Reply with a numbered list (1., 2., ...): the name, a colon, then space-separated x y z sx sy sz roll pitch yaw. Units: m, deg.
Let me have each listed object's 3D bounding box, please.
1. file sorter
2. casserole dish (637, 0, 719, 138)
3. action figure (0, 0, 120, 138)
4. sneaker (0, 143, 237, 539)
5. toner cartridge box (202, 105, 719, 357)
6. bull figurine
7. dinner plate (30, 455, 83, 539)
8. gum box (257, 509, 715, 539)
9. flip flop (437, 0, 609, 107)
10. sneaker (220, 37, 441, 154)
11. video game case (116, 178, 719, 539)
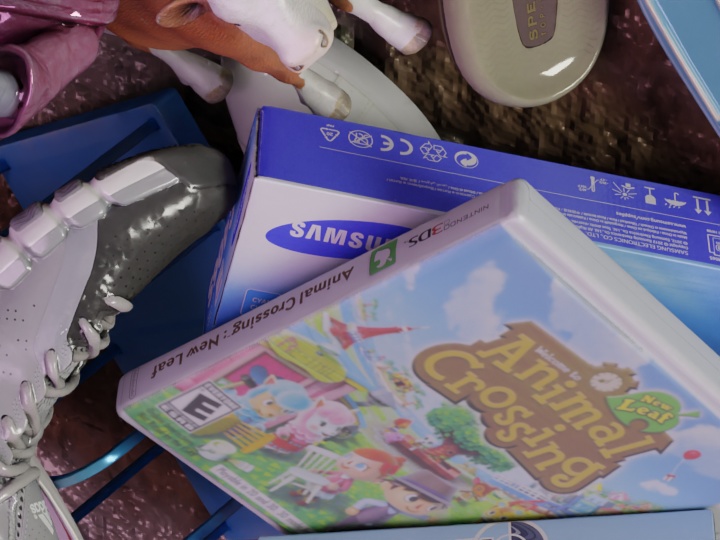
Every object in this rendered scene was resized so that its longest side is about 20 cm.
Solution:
1. file sorter: -0.099 0.052 1.155 0.139 0.123 0.201 -10 114 55
2. casserole dish: 0.161 -0.073 0.974 0.121 0.039 0.200 -23 104 41
3. action figure: -0.131 -0.061 0.967 0.200 0.134 0.149 -37 140 23
4. sneaker: -0.110 0.048 1.010 0.199 0.075 0.116 -31 79 5
5. toner cartridge box: 0.050 0.007 1.038 0.199 0.043 0.095 10 130 -8
6. bull figurine: -0.053 -0.101 1.019 0.200 0.065 0.121 24 171 47
7. dinner plate: -0.159 0.090 1.132 0.200 0.024 0.201 33 144 28
8. gum box: 0.056 0.170 1.121 0.169 0.045 0.200 -4 141 6
9. flip flop: 0.054 -0.136 0.965 0.058 0.081 0.201 -123 21 -53
10. sneaker: 0.000 0.000 1.101 0.073 0.085 0.201 -22 104 43
11. video game case: 0.044 0.061 1.043 0.182 0.022 0.200 -26 132 30
